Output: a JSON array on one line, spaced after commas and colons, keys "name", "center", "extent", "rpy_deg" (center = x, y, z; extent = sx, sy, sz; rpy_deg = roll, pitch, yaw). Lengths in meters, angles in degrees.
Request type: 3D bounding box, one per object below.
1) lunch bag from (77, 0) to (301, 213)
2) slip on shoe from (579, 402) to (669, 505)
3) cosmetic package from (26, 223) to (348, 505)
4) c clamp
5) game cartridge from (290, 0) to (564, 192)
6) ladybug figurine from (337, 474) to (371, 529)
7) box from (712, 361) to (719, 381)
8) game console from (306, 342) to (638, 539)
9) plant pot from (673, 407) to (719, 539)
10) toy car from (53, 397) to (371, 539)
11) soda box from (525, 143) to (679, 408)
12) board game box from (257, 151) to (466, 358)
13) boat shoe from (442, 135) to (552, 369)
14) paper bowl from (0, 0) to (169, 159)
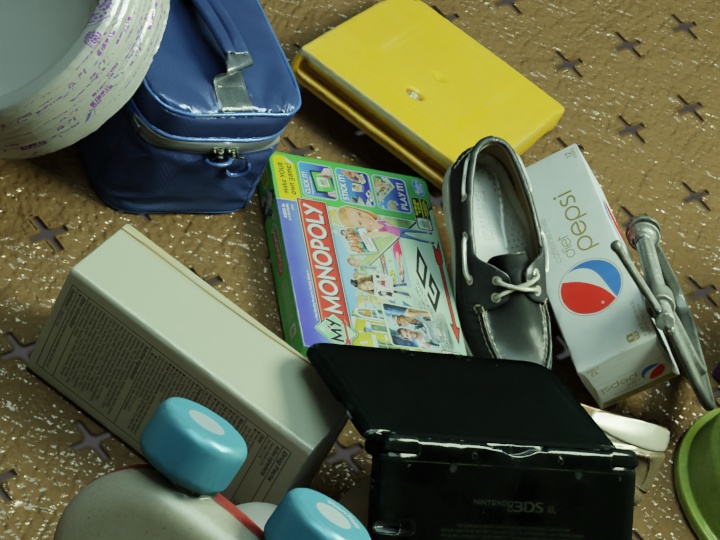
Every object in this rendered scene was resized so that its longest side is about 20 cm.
[{"name": "lunch bag", "center": [-0.134, -0.142, 1.804], "extent": [0.136, 0.132, 0.200], "rpy_deg": [-3, 49, -32]}, {"name": "slip on shoe", "center": [0.124, 0.114, 1.747], "extent": [0.200, 0.061, 0.076], "rpy_deg": [18, -2, -19]}, {"name": "cosmetic package", "center": [-0.112, 0.074, 1.621], "extent": [0.200, 0.104, 0.073], "rpy_deg": [37, 40, 7]}, {"name": "c clamp", "center": [0.231, 0.018, 1.842], "extent": [0.171, 0.027, 0.200], "rpy_deg": [61, 11, -15]}, {"name": "game cartridge", "center": [0.057, -0.145, 1.981], "extent": [0.176, 0.032, 0.200], "rpy_deg": [38, 30, 10]}, {"name": "ladybug figurine", "center": [0.062, 0.194, 1.622], "extent": [0.200, 0.072, 0.136], "rpy_deg": [2, 48, -28]}, {"name": "box", "center": [0.370, 0.011, 1.890], "extent": [0.137, 0.200, 0.039], "rpy_deg": [-13, 53, -39]}, {"name": "game console", "center": [0.068, 0.141, 1.590], "extent": [0.200, 0.116, 0.176], "rpy_deg": [6, 86, -31]}, {"name": "plant pot", "center": [0.360, 0.123, 1.782], "extent": [0.200, 0.184, 0.200], "rpy_deg": [16, 43, -16]}, {"name": "toy car", "center": [-0.086, 0.184, 1.511], "extent": [0.177, 0.184, 0.200], "rpy_deg": [36, 12, 8]}, {"name": "soda box", "center": [0.175, 0.004, 1.870], "extent": [0.064, 0.068, 0.200], "rpy_deg": [53, 14, -50]}, {"name": "board game box", "center": [0.000, 0.000, 1.818], "extent": [0.135, 0.029, 0.200], "rpy_deg": [10, 44, -23]}, {"name": "boat shoe", "center": [0.108, -0.004, 1.822], "extent": [0.074, 0.060, 0.200], "rpy_deg": [0, 68, -17]}, {"name": "paper bowl", "center": [-0.223, -0.172, 1.711], "extent": [0.104, 0.201, 0.201], "rpy_deg": [41, 21, -52]}]
